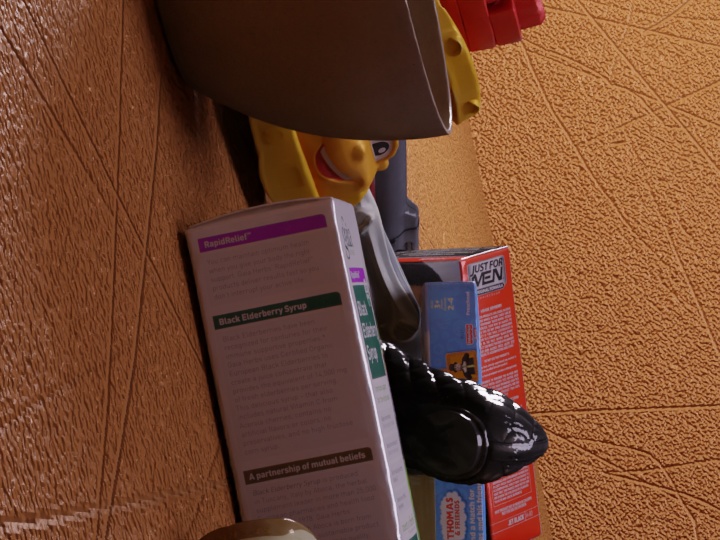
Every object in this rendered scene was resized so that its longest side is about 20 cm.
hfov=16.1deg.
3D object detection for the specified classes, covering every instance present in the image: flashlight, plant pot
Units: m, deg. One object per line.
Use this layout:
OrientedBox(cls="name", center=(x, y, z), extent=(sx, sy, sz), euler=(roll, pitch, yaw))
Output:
OrientedBox(cls="flashlight", center=(0.000, -0.077, 1.723), extent=(0.068, 0.068, 0.200), euler=(48, -25, 31))
OrientedBox(cls="plant pot", center=(-0.037, -0.158, 1.365), extent=(0.200, 0.134, 0.200), euler=(-11, 90, -83))

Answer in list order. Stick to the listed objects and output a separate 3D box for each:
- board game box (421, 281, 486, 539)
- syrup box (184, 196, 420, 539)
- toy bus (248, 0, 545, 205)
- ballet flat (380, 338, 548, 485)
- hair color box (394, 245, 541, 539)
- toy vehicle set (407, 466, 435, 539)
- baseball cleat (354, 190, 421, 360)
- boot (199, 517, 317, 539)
OrientedBox(cls="board game box", center=(0.057, 0.108, 1.574), extent=(0.151, 0.037, 0.200), euler=(61, 28, -88))
OrientedBox(cls="syrup box", center=(-0.027, 0.066, 1.293), extent=(0.079, 0.081, 0.200), euler=(6, 73, -84))
OrientedBox(cls="toy bus", center=(0.017, -0.137, 1.540), extent=(0.136, 0.192, 0.200), euler=(73, 10, -46))
OrientedBox(cls="ballet flat", center=(0.027, 0.079, 1.468), extent=(0.200, 0.057, 0.067), euler=(27, -73, 49))
OrientedBox(cls="hair color box", center=(0.057, 0.087, 1.721), extent=(0.061, 0.101, 0.200), euler=(-14, 99, -50))
OrientedBox(cls="toy vehicle set", center=(0.028, 0.199, 1.513), extent=(0.124, 0.026, 0.200), euler=(-105, -167, -78))
OrientedBox(cls="baseball cleat", center=(0.000, 0.000, 1.673), extent=(0.106, 0.070, 0.200), euler=(-101, 180, -61))
OrientedBox(cls="boot", center=(-0.018, 0.220, 1.150), extent=(0.200, 0.072, 0.155), euler=(60, 18, -53))
